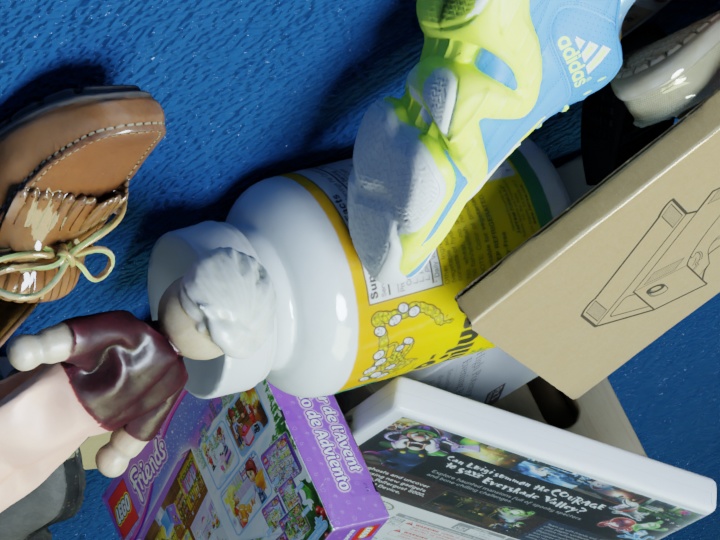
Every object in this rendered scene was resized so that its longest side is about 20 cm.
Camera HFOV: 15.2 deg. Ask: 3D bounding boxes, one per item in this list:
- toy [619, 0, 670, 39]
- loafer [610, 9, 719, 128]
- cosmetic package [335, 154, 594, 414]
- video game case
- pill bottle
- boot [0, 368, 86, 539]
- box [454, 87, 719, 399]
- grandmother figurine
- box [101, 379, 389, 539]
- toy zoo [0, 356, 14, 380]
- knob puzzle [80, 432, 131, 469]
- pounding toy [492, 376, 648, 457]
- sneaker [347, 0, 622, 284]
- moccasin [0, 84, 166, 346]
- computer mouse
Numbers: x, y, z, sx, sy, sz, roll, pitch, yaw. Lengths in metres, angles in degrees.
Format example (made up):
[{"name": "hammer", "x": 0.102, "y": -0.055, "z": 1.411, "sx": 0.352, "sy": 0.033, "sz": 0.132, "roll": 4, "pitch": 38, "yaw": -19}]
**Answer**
[{"name": "toy", "x": 0.166, "y": -0.154, "z": 1.264, "sx": 0.200, "sy": 0.047, "sz": 0.115, "roll": -36, "pitch": 160, "yaw": 27}, {"name": "loafer", "x": 0.194, "y": -0.097, "z": 1.344, "sx": 0.076, "sy": 0.068, "sz": 0.200, "roll": -24, "pitch": 179, "yaw": 37}, {"name": "cosmetic package", "x": 0.066, "y": 0.024, "z": 1.494, "sx": 0.200, "sy": 0.074, "sz": 0.102, "roll": -29, "pitch": 158, "yaw": -21}, {"name": "video game case", "x": 0.060, "y": 0.123, "z": 1.462, "sx": 0.200, "sy": 0.023, "sz": 0.182, "roll": 19, "pitch": 149, "yaw": -23}, {"name": "pill bottle", "x": 0.000, "y": 0.000, "z": 1.351, "sx": 0.200, "sy": 0.113, "sz": 0.113, "roll": -15, "pitch": 157, "yaw": -29}, {"name": "boot", "x": -0.220, "y": 0.120, "z": 1.394, "sx": 0.131, "sy": 0.070, "sz": 0.200, "roll": -12, "pitch": 152, "yaw": -23}, {"name": "box", "x": 0.155, "y": -0.019, "z": 1.335, "sx": 0.200, "sy": 0.021, "sz": 0.163, "roll": -39, "pitch": 152, "yaw": 9}, {"name": "grandmother figurine", "x": -0.127, "y": 0.054, "z": 1.241, "sx": 0.200, "sy": 0.061, "sz": 0.121, "roll": -31, "pitch": 156, "yaw": 1}, {"name": "box", "x": -0.066, "y": 0.126, "z": 1.445, "sx": 0.039, "sy": 0.137, "sz": 0.200, "roll": -8, "pitch": 151, "yaw": -34}, {"name": "toy zoo", "x": -0.254, "y": 0.092, "z": 1.405, "sx": 0.131, "sy": 0.020, "sz": 0.200, "roll": -1, "pitch": 148, "yaw": -49}, {"name": "knob puzzle", "x": -0.057, "y": 0.044, "z": 1.507, "sx": 0.219, "sy": 0.030, "sz": 0.220, "roll": -26, "pitch": 158, "yaw": -11}, {"name": "pounding toy", "x": 0.111, "y": 0.118, "z": 1.651, "sx": 0.142, "sy": 0.200, "sz": 0.184, "roll": -20, "pitch": 160, "yaw": -16}, {"name": "sneaker", "x": 0.065, "y": -0.072, "z": 1.234, "sx": 0.105, "sy": 0.076, "sz": 0.200, "roll": -2, "pitch": 135, "yaw": -26}, {"name": "moccasin", "x": -0.149, "y": -0.012, "z": 1.190, "sx": 0.074, "sy": 0.078, "sz": 0.201, "roll": 2, "pitch": 146, "yaw": -48}, {"name": "computer mouse", "x": 0.129, "y": -0.042, "z": 1.417, "sx": 0.059, "sy": 0.034, "sz": 0.200, "roll": -27, "pitch": 137, "yaw": -45}]
